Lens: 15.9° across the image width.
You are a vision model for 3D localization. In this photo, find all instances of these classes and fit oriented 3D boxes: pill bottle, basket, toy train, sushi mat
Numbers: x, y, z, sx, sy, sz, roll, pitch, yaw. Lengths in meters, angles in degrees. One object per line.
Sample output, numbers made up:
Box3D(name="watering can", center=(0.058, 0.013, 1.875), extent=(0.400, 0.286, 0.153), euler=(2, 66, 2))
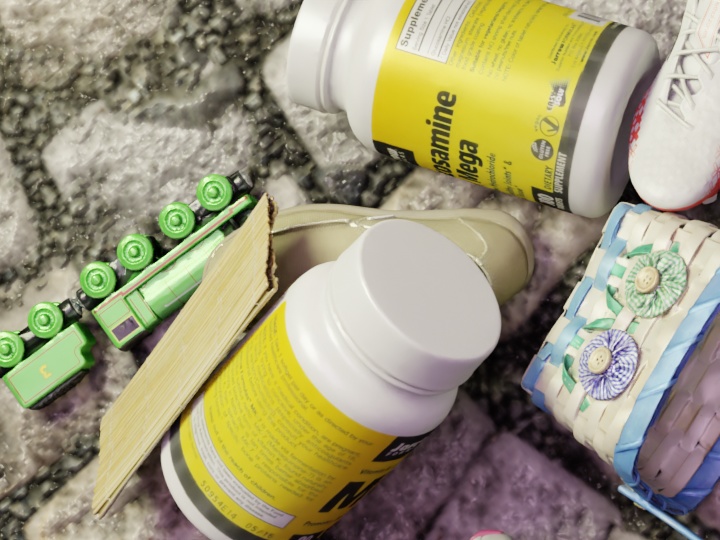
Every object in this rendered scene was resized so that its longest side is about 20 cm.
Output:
Box3D(name="pill bottle", center=(-0.017, 0.067, 1.440), extent=(0.200, 0.114, 0.114), euler=(-46, 71, 38))
Box3D(name="basket", center=(0.201, 0.065, 1.416), extent=(0.200, 0.139, 0.177), euler=(27, 87, 26))
Box3D(name="toy train", center=(-0.139, 0.014, 1.563), extent=(0.200, 0.042, 0.056), euler=(-36, 85, 6))
Box3D(name="pill bottle", center=(0.064, -0.110, 1.493), extent=(0.200, 0.112, 0.113), euler=(18, 86, 16))
Box3D(name="sushi mat", center=(-0.101, 0.050, 1.487), extent=(0.012, 0.096, 0.200), euler=(28, 120, -17))

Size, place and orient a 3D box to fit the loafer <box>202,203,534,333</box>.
Box3D(name="loafer", center=(0.000, 0.000, 1.505), extent=(0.199, 0.068, 0.076), euler=(-8, 102, 12))

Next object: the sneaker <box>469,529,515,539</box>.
Box3D(name="sneaker", center=(0.098, 0.244, 1.451), extent=(0.088, 0.081, 0.201), euler=(-9, 86, 8))

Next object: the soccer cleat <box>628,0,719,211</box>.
Box3D(name="soccer cleat", center=(0.200, -0.123, 1.443), extent=(0.068, 0.085, 0.200), euler=(19, 61, 21))
